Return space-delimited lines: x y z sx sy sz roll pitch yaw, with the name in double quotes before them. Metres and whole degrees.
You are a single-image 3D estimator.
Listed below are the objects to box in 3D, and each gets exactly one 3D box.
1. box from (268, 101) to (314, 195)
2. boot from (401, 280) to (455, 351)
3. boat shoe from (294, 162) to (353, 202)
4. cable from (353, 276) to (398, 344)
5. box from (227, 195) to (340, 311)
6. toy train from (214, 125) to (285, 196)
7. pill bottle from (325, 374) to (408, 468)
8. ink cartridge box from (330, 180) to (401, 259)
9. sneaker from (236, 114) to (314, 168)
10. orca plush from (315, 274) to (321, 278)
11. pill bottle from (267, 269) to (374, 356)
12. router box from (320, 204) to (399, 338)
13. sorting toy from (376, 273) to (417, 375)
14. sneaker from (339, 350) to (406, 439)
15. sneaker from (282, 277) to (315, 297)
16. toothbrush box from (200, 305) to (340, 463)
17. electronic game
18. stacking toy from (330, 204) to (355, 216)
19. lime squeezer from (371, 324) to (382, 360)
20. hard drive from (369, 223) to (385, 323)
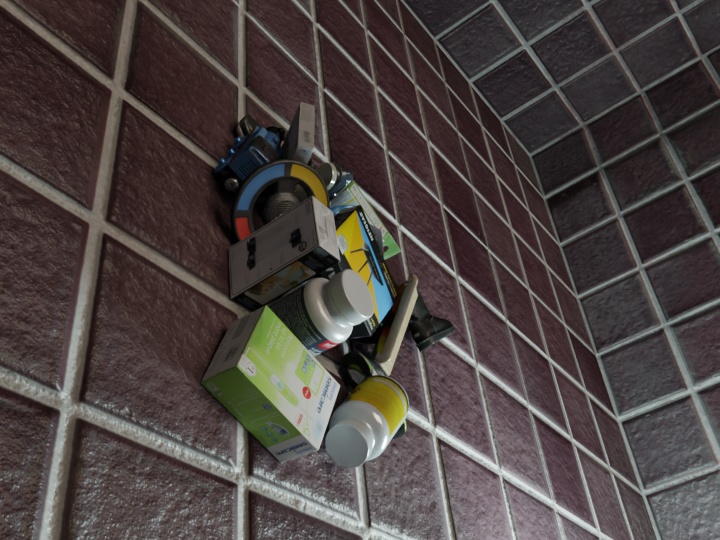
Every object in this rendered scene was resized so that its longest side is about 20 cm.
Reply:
"box" -0.139 -0.211 1.583 0.036 0.200 0.145 16 43 -17
"boot" 0.147 0.102 1.945 0.163 0.073 0.198 61 25 7
"boat shoe" -0.091 -0.152 1.595 0.062 0.200 0.075 8 58 -37
"cable" 0.007 0.056 1.676 0.163 0.051 0.200 -50 120 -26
"box" -0.136 -0.027 1.382 0.060 0.199 0.117 36 32 -44
"toy train" -0.205 -0.219 1.551 0.087 0.114 0.200 52 27 -20
"pill bottle" 0.010 0.274 1.447 0.112 0.112 0.200 60 24 -2
"ink cartridge box" -0.008 -0.090 1.805 0.200 0.104 0.059 55 26 -15
"sneaker" -0.173 -0.263 1.693 0.200 0.086 0.081 43 29 -33
"orca plush" -0.112 0.002 1.590 0.201 0.071 0.105 61 -20 -10
"pill bottle" -0.082 0.082 1.368 0.120 0.199 0.120 43 31 -33
"router box" -0.009 0.002 1.478 0.149 0.051 0.201 -51 123 -51
"sorting toy" 0.072 0.111 1.619 0.200 0.036 0.186 78 31 -76
"sneaker" 0.035 0.239 1.585 0.201 0.074 0.081 62 21 -3
"sneaker" -0.090 0.085 1.526 0.200 0.075 0.092 42 53 -42
"toothbrush box" -0.138 0.182 1.279 0.200 0.086 0.146 52 33 -22
"electronic game" -0.146 -0.108 1.481 0.200 0.200 0.042 39 -3 -38
"stacking toy" -0.046 -0.033 1.704 0.116 0.109 0.201 -13 90 -63
"lime squeezer" 0.018 0.123 1.728 0.070 0.038 0.201 -2 62 -28
"hard drive" 0.000 0.000 1.584 0.135 0.042 0.201 23 60 -53
